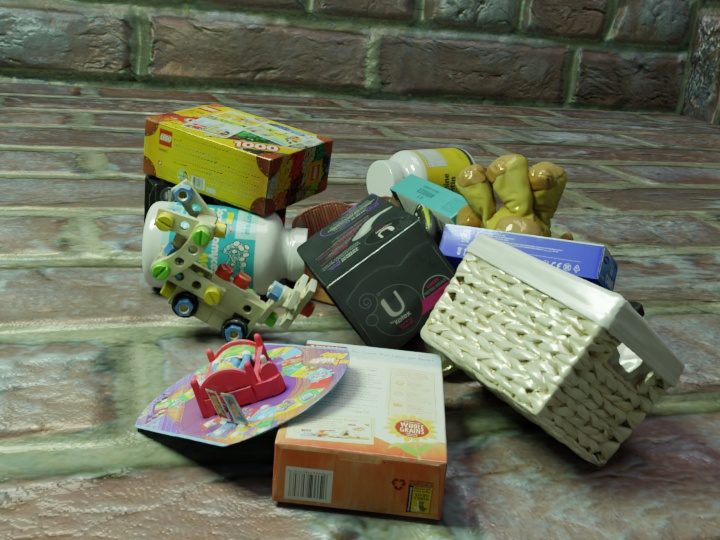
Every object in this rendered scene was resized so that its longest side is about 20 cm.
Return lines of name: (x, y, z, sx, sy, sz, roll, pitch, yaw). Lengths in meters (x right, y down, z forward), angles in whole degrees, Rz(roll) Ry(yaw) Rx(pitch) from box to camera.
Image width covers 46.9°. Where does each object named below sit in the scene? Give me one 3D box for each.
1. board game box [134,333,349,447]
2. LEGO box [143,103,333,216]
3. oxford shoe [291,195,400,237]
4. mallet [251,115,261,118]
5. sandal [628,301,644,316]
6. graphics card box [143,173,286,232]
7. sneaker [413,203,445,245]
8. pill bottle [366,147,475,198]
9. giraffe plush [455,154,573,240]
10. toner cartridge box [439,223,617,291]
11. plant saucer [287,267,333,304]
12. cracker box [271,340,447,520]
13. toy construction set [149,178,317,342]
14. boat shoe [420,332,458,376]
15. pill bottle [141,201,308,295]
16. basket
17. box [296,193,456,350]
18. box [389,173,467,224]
board game box: (-0.108, 0.088, 0.733, 0.200, 0.039, 0.158, -1, 24, 44)
LEGO box: (-0.161, -0.152, 1.099, 0.200, 0.077, 0.149, 20, 26, 22)
oxford shoe: (-0.031, -0.073, 1.331, 0.200, 0.071, 0.074, -9, -2, -34)
mallet: (-0.178, -0.127, 1.215, 0.041, 0.200, 0.066, 27, 32, 32)
sandal: (0.229, 0.082, 0.927, 0.200, 0.045, 0.075, -15, 8, -12)
graphics card box: (-0.201, -0.075, 1.165, 0.200, 0.126, 0.051, -5, 26, -30)
sneaker: (0.107, -0.049, 1.212, 0.081, 0.074, 0.200, 23, 6, 4)
pill bottle: (0.114, -0.169, 1.548, 0.200, 0.112, 0.112, -9, 24, -35)
giraffe plush: (0.211, -0.042, 1.157, 0.172, 0.200, 0.162, -12, 30, 21)
toner cartridge box: (0.206, -0.013, 1.023, 0.200, 0.043, 0.095, 10, -9, 28)
plant saucer: (0.000, 0.000, 1.140, 0.200, 0.038, 0.200, 4, 19, -1)
cracker box: (0.005, 0.131, 0.727, 0.134, 0.058, 0.200, 6, 19, 3)
toy construction set: (-0.144, 0.005, 0.906, 0.200, 0.131, 0.092, 33, 15, 0)
boat shoe: (0.154, 0.056, 0.926, 0.201, 0.063, 0.073, -20, 6, -34)
pill bottle: (-0.168, -0.027, 1.058, 0.200, 0.111, 0.111, 4, 19, -3)
basket: (0.169, 0.072, 0.775, 0.136, 0.123, 0.200, 39, -4, -35)
box: (0.018, 0.000, 0.933, 0.122, 0.106, 0.200, -37, 18, -3)
box: (0.127, -0.092, 1.347, 0.049, 0.082, 0.200, -35, 30, -11)
